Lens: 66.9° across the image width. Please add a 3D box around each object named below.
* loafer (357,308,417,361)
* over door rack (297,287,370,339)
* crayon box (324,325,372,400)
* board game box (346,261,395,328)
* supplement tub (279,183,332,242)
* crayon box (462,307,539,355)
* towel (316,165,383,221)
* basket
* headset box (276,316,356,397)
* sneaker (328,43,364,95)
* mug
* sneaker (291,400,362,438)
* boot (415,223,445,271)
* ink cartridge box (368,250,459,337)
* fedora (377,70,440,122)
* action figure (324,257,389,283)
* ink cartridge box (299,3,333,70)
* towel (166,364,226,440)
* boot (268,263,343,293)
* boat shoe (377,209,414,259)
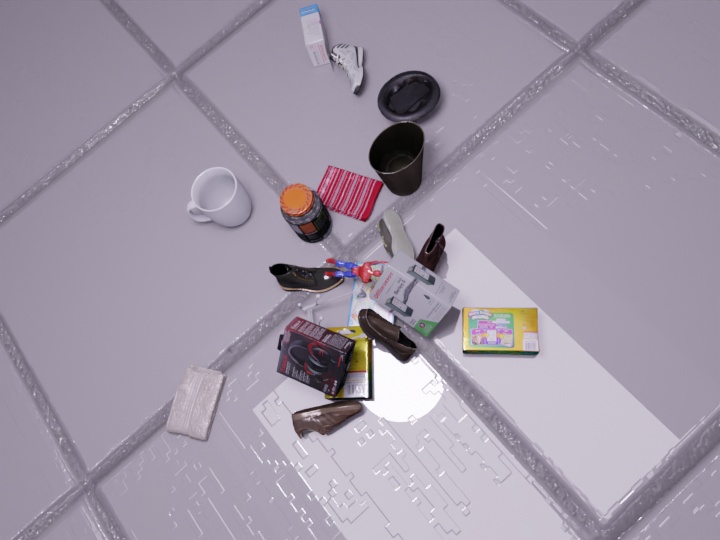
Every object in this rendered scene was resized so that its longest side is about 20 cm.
[{"bbox_3d":[0.078,0.163,1.479,0.071,0.200,0.073,-36,23,36],"label":"loafer"},{"bbox_3d":[-0.075,0.135,1.519,0.199,0.067,0.148,-14,64,9],"label":"over door rack"},{"bbox_3d":[-0.033,0.258,1.526,0.127,0.051,0.201,-4,71,13],"label":"crayon box"},{"bbox_3d":[0.041,0.079,1.581,0.134,0.034,0.201,5,73,13],"label":"board game box"},{"bbox_3d":[-0.162,-0.170,1.617,0.122,0.200,0.123,-3,71,10],"label":"supplement tub"},{"bbox_3d":[0.376,0.163,1.473,0.199,0.058,0.119,0,71,11],"label":"crayon box"},{"bbox_3d":[-0.041,-0.245,1.713,0.200,0.022,0.145,20,76,17],"label":"towel"},{"bbox_3d":[0.119,-0.314,1.608,0.136,0.200,0.180,41,84,20],"label":"basket"},{"bbox_3d":[-0.128,0.224,1.444,0.200,0.075,0.149,22,116,13],"label":"headset box"},{"bbox_3d":[-0.051,-0.670,1.808,0.115,0.076,0.201,7,62,-15],"label":"sneaker"},{"bbox_3d":[-0.442,-0.206,1.698,0.200,0.175,0.148,-19,69,5],"label":"mug"},{"bbox_3d":[-0.087,0.407,1.491,0.199,0.070,0.076,-12,89,10],"label":"sneaker"},{"bbox_3d":[0.177,-0.024,1.516,0.072,0.166,0.200,26,78,13],"label":"boot"},{"bbox_3d":[0.141,0.063,1.476,0.200,0.146,0.084,34,43,5],"label":"ink cartridge box"},{"bbox_3d":[0.156,-0.532,1.732,0.200,0.092,0.201,-3,71,10],"label":"fedora"},{"bbox_3d":[0.000,0.000,1.531,0.200,0.099,0.065,8,95,48],"label":"action figure"},{"bbox_3d":[-0.151,-0.787,1.866,0.068,0.115,0.200,-13,70,7],"label":"ink cartridge box"},{"bbox_3d":[-0.476,0.381,1.584,0.132,0.034,0.200,9,74,15],"label":"towel"},{"bbox_3d":[-0.157,0.014,1.587,0.199,0.138,0.078,-10,70,7],"label":"boot"},{"bbox_3d":[0.102,-0.081,1.600,0.072,0.060,0.202,1,59,-31],"label":"boat shoe"}]
